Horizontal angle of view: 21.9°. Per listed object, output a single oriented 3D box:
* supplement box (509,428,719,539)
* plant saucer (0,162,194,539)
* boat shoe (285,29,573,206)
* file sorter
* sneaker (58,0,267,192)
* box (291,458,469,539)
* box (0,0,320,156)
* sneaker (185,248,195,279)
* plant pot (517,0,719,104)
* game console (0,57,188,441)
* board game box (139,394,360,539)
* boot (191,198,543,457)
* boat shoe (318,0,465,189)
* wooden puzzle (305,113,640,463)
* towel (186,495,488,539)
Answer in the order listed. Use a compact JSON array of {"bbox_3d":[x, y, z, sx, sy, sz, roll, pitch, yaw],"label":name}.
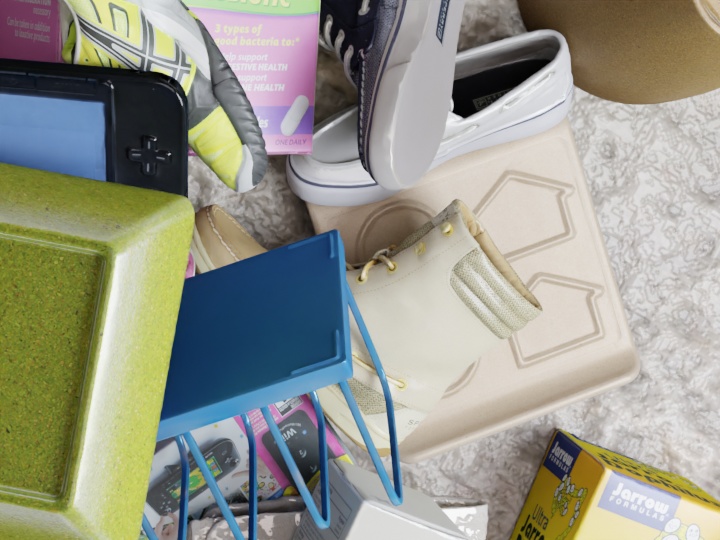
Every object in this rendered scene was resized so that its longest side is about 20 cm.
[{"bbox_3d":[0.157,0.228,1.265,0.108,0.110,0.201,21,94,-14],"label":"supplement box"},{"bbox_3d":[-0.201,0.043,0.965,0.199,0.048,0.201,10,92,2],"label":"plant saucer"},{"bbox_3d":[0.045,-0.103,1.194,0.199,0.072,0.066,-16,146,-5],"label":"boat shoe"},{"bbox_3d":[-0.084,0.088,1.089,0.199,0.139,0.123,-18,122,8],"label":"file sorter"},{"bbox_3d":[-0.123,-0.121,1.037,0.076,0.075,0.200,-36,113,-4],"label":"sneaker"},{"bbox_3d":[-0.017,0.228,1.140,0.077,0.095,0.201,23,96,-17],"label":"box"},{"bbox_3d":[-0.120,-0.172,1.119,0.175,0.097,0.201,-3,101,-33],"label":"box"},{"bbox_3d":[-0.167,0.038,1.191,0.073,0.088,0.200,14,119,-26],"label":"sneaker"},{"bbox_3d":[0.211,-0.189,1.163,0.185,0.200,0.187,-2,100,-10],"label":"plant pot"},{"bbox_3d":[-0.198,-0.014,0.997,0.199,0.119,0.171,5,122,2],"label":"game console"},{"bbox_3d":[-0.058,0.174,1.236,0.147,0.064,0.200,-35,105,-4],"label":"board game box"},{"bbox_3d":[0.000,0.000,1.168,0.155,0.073,0.200,-42,94,17],"label":"boot"},{"bbox_3d":[0.006,-0.137,1.152,0.092,0.075,0.201,0,58,24],"label":"boat shoe"},{"bbox_3d":[0.075,0.006,1.248,0.184,0.046,0.201,-20,97,-8],"label":"wooden puzzle"},{"bbox_3d":[-0.017,0.214,1.203,0.199,0.034,0.133,1,101,-13],"label":"towel"}]
